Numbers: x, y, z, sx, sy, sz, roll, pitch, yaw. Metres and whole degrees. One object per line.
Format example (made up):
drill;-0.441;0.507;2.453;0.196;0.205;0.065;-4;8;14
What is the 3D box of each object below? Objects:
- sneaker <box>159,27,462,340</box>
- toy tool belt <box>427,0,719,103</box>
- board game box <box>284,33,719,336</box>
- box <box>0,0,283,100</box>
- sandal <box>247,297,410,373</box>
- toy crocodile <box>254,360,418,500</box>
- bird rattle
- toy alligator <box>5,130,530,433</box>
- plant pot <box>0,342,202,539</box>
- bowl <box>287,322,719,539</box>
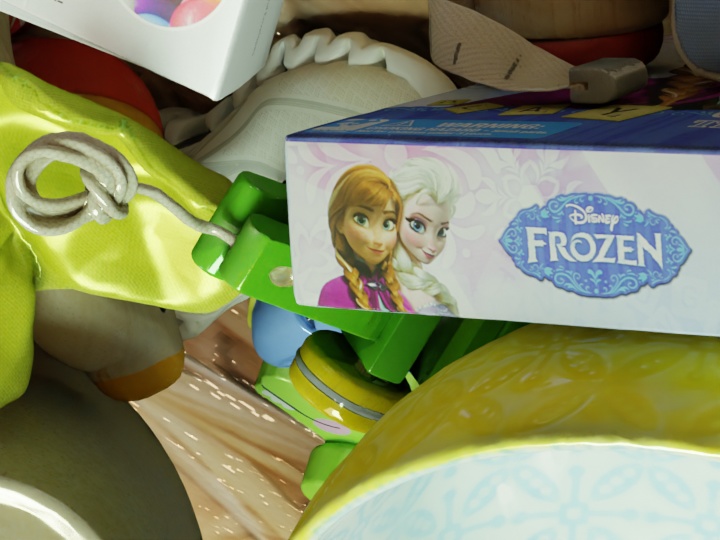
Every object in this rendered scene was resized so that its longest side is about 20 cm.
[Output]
sneaker;-0.037;-0.017;0.908;0.200;0.081;0.075;-13;130;48
toy tool belt;0.107;-0.104;0.636;0.200;0.125;0.123;2;104;33
board game box;0.121;-0.025;0.661;0.200;0.199;0.041;4;103;36
box;-0.097;-0.148;0.699;0.200;0.041;0.156;22;112;11
sandal;0.065;0.021;0.811;0.200;0.087;0.079;-1;-177;17
toy crocodile;0.036;0.065;0.979;0.062;0.068;0.200;-1;147;41
bird rattle;-0.101;-0.046;0.819;0.113;0.200;0.163;-27;146;4
toy alligator;0.000;0.000;0.733;0.200;0.059;0.054;23;-161;-25
plant pot;-0.120;0.101;0.832;0.187;0.188;0.200;32;172;-8
bowl;0.087;0.068;0.684;0.200;0.108;0.200;12;137;11
